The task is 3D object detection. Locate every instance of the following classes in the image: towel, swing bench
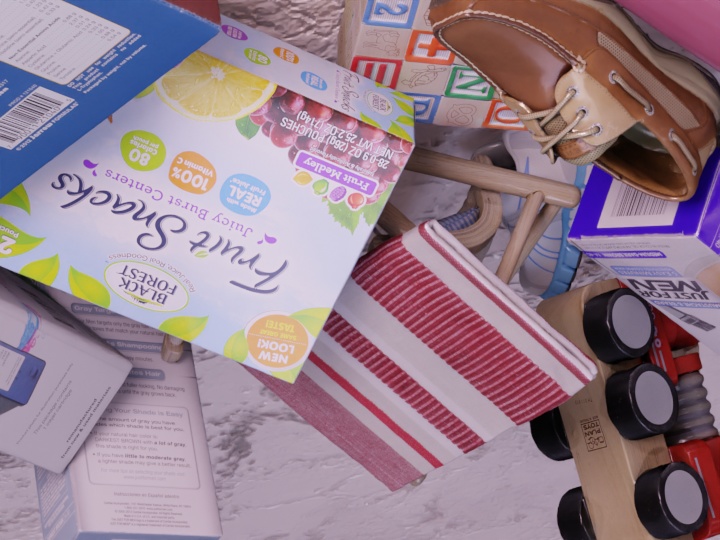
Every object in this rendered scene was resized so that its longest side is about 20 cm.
[{"bbox_3d":[0.029,0.052,1.366,0.144,0.023,0.200,40,138,-16],"label":"towel"},{"bbox_3d":[0.000,0.000,1.443,0.199,0.130,0.199,27,144,-2],"label":"swing bench"}]

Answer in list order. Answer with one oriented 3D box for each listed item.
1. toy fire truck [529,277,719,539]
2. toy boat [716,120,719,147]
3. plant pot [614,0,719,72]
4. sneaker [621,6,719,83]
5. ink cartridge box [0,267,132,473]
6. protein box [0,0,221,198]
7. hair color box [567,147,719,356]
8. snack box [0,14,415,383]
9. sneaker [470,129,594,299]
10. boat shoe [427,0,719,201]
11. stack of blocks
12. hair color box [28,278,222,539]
[{"bbox_3d":[0.203,0.091,1.543,0.199,0.177,0.128,-12,173,-42],"label":"toy fire truck"},{"bbox_3d":[0.320,-0.078,1.450,0.198,0.132,0.131,-16,159,8],"label":"toy boat"},{"bbox_3d":[0.223,-0.176,1.199,0.178,0.201,0.200,19,141,-17],"label":"plant pot"},{"bbox_3d":[0.207,-0.119,1.367,0.198,0.080,0.074,-16,150,-14],"label":"sneaker"},{"bbox_3d":[-0.255,0.028,1.373,0.088,0.145,0.200,-55,145,0],"label":"ink cartridge box"},{"bbox_3d":[-0.211,-0.152,1.116,0.198,0.136,0.199,-33,144,33],"label":"protein box"},{"bbox_3d":[0.232,0.003,1.396,0.199,0.065,0.109,33,160,-34],"label":"hair color box"},{"bbox_3d":[-0.092,-0.052,1.275,0.199,0.068,0.169,24,116,-10],"label":"snack box"},{"bbox_3d":[0.110,-0.051,1.489,0.086,0.075,0.201,8,148,0],"label":"sneaker"},{"bbox_3d":[0.121,-0.094,1.230,0.199,0.074,0.075,22,153,-34],"label":"boat shoe"},{"bbox_3d":[0.058,-0.160,1.258,0.114,0.059,0.200,4,148,-8],"label":"stack of blocks"},{"bbox_3d":[-0.158,0.092,1.486,0.098,0.201,0.061,6,146,-28],"label":"hair color box"}]
